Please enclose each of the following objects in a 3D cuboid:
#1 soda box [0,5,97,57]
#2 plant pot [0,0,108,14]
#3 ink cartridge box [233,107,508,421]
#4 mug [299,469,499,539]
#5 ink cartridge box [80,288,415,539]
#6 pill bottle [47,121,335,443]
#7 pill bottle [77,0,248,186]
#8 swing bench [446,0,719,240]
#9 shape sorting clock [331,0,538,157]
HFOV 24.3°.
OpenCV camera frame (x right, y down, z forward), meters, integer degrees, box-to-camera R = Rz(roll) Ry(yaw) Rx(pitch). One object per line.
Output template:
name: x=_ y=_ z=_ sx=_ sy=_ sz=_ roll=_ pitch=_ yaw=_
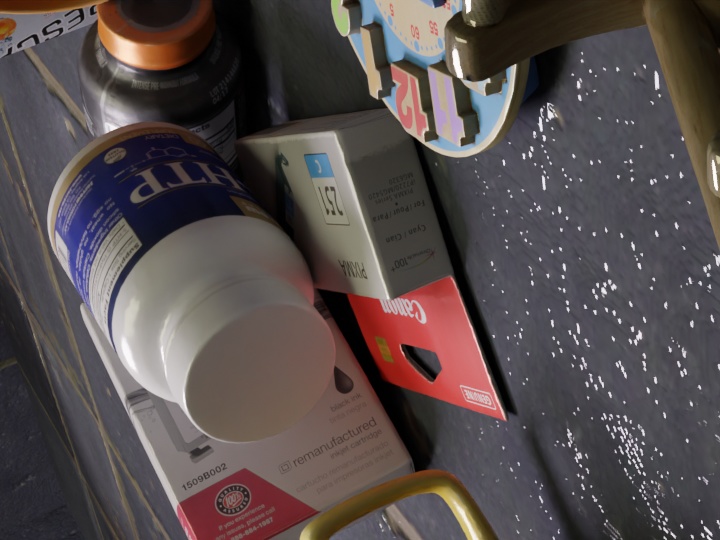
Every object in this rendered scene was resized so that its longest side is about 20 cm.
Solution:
soda box: x=-0.216 y=-0.191 z=1.087 sx=0.068 sy=0.200 sz=0.064 roll=59 pitch=162 yaw=21
plant pot: x=-0.190 y=-0.277 z=0.949 sx=0.200 sy=0.200 sz=0.183 roll=106 pitch=153 yaw=-64
ink cartridge box: x=0.000 y=0.000 z=0.948 sx=0.176 sy=0.045 sz=0.200 roll=71 pitch=163 yaw=-9
mug: x=0.058 y=0.210 z=0.854 sx=0.149 sy=0.153 sz=0.187 roll=35 pitch=144 yaw=61
ink cartridge box: x=-0.074 y=0.082 z=1.083 sx=0.200 sy=0.146 sz=0.083 roll=60 pitch=172 yaw=21
pill bottle: x=-0.096 y=0.007 z=0.967 sx=0.200 sy=0.120 sz=0.120 roll=48 pitch=155 yaw=48
pill bottle: x=-0.126 y=-0.106 z=1.089 sx=0.106 sy=0.106 sz=0.200 roll=57 pitch=160 yaw=30
swing bench: x=0.108 y=-0.091 z=0.344 sx=0.199 sy=0.130 sz=0.200 roll=84 pitch=162 yaw=-45
shape sorting clock: x=0.017 y=-0.144 z=0.719 sx=0.200 sy=0.039 sz=0.200 roll=55 pitch=160 yaw=32
